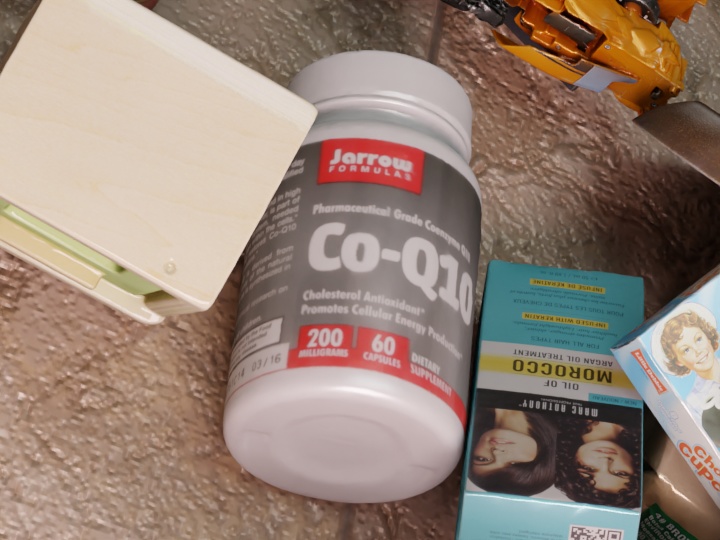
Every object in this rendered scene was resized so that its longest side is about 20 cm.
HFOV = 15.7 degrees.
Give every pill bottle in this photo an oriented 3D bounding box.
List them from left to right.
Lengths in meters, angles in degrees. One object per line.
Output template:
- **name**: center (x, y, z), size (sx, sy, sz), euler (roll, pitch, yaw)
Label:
- **pill bottle**: center (0.000, 0.000, 1.257), size (0.114, 0.114, 0.200), euler (18, 56, -18)

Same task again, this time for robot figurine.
- **robot figurine**: center (0.093, -0.171, 1.411), size (0.200, 0.058, 0.145), euler (30, 53, -11)

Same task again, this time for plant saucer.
- **plant saucer**: center (0.233, -0.034, 1.370), size (0.200, 0.200, 0.032), euler (33, 97, -4)

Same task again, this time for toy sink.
- **toy sink**: center (-0.118, -0.050, 1.212), size (0.130, 0.200, 0.112), euler (30, 82, -11)

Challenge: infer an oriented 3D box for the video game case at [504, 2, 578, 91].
- **video game case**: center (0.106, -0.221, 1.498), size (0.200, 0.026, 0.181), euler (46, 52, 4)

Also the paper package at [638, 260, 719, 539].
- **paper package**: center (0.232, 0.107, 1.324), size (0.200, 0.103, 0.191), euler (34, 52, -8)

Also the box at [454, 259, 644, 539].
- **box**: center (0.092, 0.070, 1.245), size (0.082, 0.049, 0.200), euler (7, 32, 2)

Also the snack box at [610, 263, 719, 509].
- **snack box**: center (0.228, 0.027, 1.245), size (0.200, 0.037, 0.116), euler (-36, 92, -21)

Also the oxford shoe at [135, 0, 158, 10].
- **oxford shoe**: center (-0.182, -0.187, 1.296), size (0.200, 0.075, 0.070), euler (11, 59, -21)
